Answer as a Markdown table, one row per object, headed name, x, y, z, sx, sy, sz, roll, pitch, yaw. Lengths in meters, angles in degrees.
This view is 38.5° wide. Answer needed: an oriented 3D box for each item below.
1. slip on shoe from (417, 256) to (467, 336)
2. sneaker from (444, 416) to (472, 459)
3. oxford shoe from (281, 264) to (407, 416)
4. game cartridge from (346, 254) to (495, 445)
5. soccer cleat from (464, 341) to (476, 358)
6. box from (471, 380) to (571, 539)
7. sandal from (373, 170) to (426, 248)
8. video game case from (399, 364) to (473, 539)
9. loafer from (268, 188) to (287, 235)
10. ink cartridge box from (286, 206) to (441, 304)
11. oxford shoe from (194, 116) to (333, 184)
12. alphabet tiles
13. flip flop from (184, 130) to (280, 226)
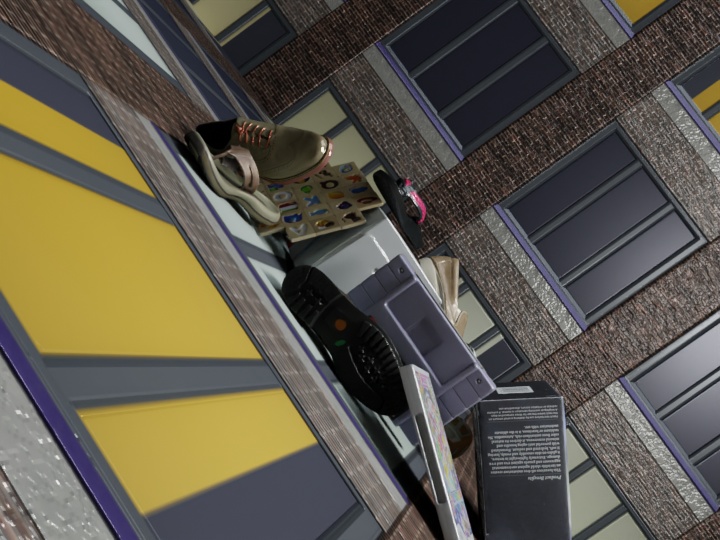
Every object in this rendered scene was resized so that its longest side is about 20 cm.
| name | x | y | z | sx | sy | sz | roll | pitch | yaw |
| --- | --- | --- | --- | --- | --- | --- | --- | --- | --- |
| slip on shoe | 0.127 | 0.074 | 1.487 | 0.076 | 0.060 | 0.201 | 97 | -16 | -68 |
| sneaker | 0.078 | 0.185 | 1.474 | 0.200 | 0.076 | 0.088 | 58 | -12 | -22 |
| oxford shoe | -0.009 | 0.077 | 1.185 | 0.200 | 0.073 | 0.084 | 55 | 1 | 4 |
| game cartridge | 0.056 | 0.098 | 1.263 | 0.200 | 0.129 | 0.038 | 55 | 8 | 10 |
| soccer cleat | 0.088 | 0.113 | 1.366 | 0.200 | 0.068 | 0.073 | 26 | -37 | 54 |
| box | 0.220 | 0.263 | 1.435 | 0.200 | 0.123 | 0.199 | -12 | 99 | -86 |
| sandal | 0.064 | -0.091 | 1.429 | 0.075 | 0.045 | 0.200 | 60 | 3 | 24 |
| video game case | 0.086 | 0.207 | 1.144 | 0.143 | 0.018 | 0.201 | 42 | 32 | -76 |
| loafer | -0.112 | -0.088 | 1.508 | 0.070 | 0.070 | 0.200 | 18 | -3 | 13 |
| ink cartridge box | 0.000 | 0.000 | 1.410 | 0.146 | 0.144 | 0.200 | 56 | 2 | -16 |
| oxford shoe | -0.127 | -0.155 | 1.293 | 0.199 | 0.071 | 0.075 | 3 | -23 | 34 |
| alphabet tiles | -0.068 | -0.098 | 1.379 | 0.200 | 0.166 | 0.006 | -120 | -161 | -55 |
| flip flop | -0.147 | -0.117 | 1.252 | 0.081 | 0.058 | 0.200 | 57 | 9 | 35 |
